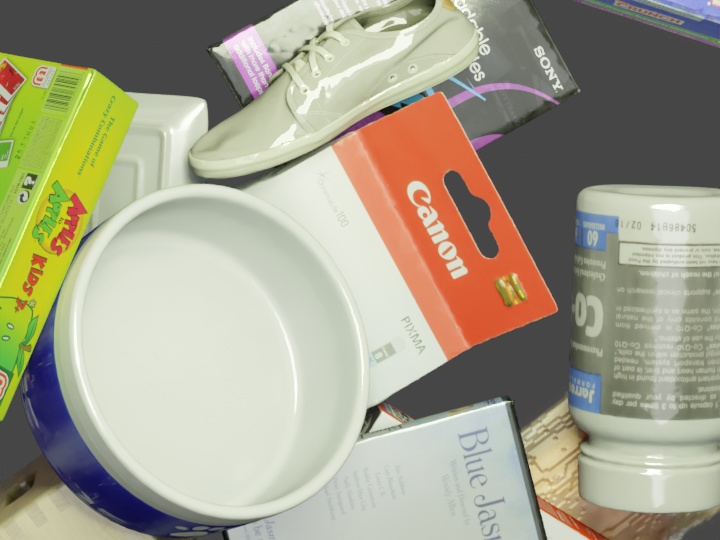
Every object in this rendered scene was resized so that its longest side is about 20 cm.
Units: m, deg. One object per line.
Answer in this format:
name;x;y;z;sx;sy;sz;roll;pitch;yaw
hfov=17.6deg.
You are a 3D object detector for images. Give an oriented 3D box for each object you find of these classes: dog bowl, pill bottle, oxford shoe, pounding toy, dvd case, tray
dog bowl;-0.098;0.055;1.371;0.200;0.079;0.200;12;68;-31
pill bottle;0.190;0.048;1.489;0.114;0.114;0.200;1;96;-6
oxford shoe;-0.021;-0.118;1.432;0.200;0.075;0.058;-29;120;-8
pounding toy;-0.181;0.195;1.427;0.142;0.200;0.184;-35;98;0
dvd case;0.017;0.173;1.472;0.200;0.018;0.143;-15;97;-3
tray;-0.152;-0.013;1.470;0.107;0.022;0.200;7;97;25

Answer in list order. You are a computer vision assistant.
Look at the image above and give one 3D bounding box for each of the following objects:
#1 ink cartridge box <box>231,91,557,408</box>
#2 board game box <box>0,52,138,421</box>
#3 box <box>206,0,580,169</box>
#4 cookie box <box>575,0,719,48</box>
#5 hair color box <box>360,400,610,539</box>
ink cartridge box;0.000;0.000;1.454;0.200;0.047;0.160;-24;100;29
board game box;-0.214;-0.023;1.330;0.101;0.048;0.200;13;74;36
box;0.022;-0.129;1.492;0.200;0.036;0.143;-30;98;-2
cookie box;0.209;-0.255;1.460;0.171;0.075;0.200;17;84;-7
hair color box;0.065;0.182;1.518;0.200;0.064;0.111;33;94;-9
